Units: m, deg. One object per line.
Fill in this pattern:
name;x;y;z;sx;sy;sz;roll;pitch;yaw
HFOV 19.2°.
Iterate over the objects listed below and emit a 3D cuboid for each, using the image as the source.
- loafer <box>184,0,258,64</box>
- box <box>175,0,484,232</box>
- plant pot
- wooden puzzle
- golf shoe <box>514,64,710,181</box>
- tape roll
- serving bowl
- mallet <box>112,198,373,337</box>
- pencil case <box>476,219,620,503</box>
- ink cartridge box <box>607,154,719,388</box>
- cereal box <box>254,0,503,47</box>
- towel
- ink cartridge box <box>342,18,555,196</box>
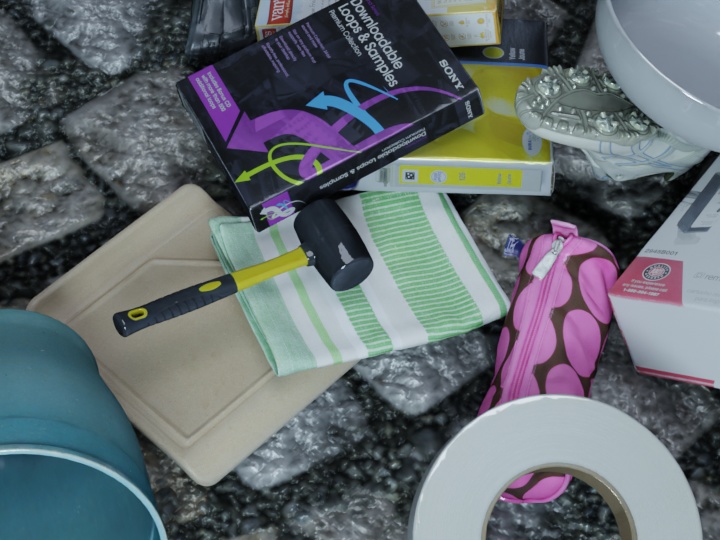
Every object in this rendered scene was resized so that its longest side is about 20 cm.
loafer;-0.130;-0.257;1.794;0.070;0.068;0.202;-2;56;-14
box;-0.024;-0.133;1.631;0.199;0.036;0.143;-27;57;-8
plant pot;-0.237;0.134;1.430;0.198;0.201;0.189;-8;38;-7
wooden puzzle;-0.121;0.047;1.588;0.200;0.037;0.185;40;61;20
golf shoe;0.193;-0.099;1.634;0.199;0.097;0.079;3;47;-30
tape roll;0.130;0.185;1.428;0.201;0.037;0.205;1;79;-7
serving bowl;0.259;-0.154;1.605;0.199;0.066;0.201;18;41;-16
mallet;-0.081;0.014;1.537;0.199;0.041;0.066;-28;63;-27
pencil case;0.131;0.065;1.538;0.090;0.094;0.201;10;54;8
ink cartridge box;0.299;-0.008;1.569;0.145;0.085;0.200;9;44;44
cereal box;0.019;-0.232;1.752;0.198;0.040;0.144;-3;40;9
towel;0.000;0.000;1.604;0.199;0.023;0.153;-11;52;-25
ink cartridge box;0.053;-0.136;1.700;0.198;0.047;0.198;3;42;-1
